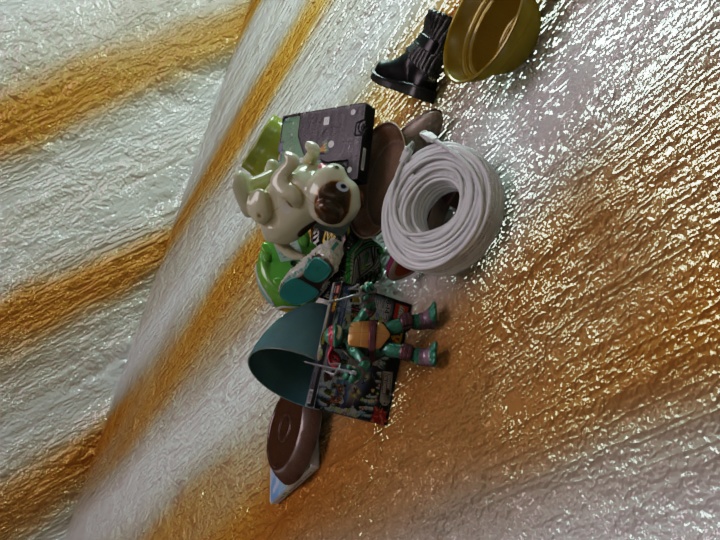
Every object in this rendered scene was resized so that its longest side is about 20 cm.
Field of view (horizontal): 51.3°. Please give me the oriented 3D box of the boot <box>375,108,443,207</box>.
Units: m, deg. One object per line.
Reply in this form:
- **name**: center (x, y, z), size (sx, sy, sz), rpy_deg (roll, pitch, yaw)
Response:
- **boot**: center (0.093, -0.161, 1.299), size (0.200, 0.069, 0.148), rpy_deg (-50, 39, 41)

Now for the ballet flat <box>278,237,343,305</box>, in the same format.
- **ballet flat**: center (-0.079, 0.001, 1.304), size (0.200, 0.071, 0.073), rpy_deg (-37, 42, 55)

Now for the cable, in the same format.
- **cable**: center (0.119, -0.091, 1.117), size (0.199, 0.069, 0.202), rpy_deg (30, 92, 42)

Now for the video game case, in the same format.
- **video game case**: center (-0.132, 0.330, 1.478), size (0.182, 0.022, 0.203), rpy_deg (-49, 34, 41)

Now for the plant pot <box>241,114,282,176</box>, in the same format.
- **plant pot**: center (-0.143, -0.224, 1.594), size (0.202, 0.191, 0.201), rpy_deg (-54, 13, 18)

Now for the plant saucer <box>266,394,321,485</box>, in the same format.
- **plant saucer**: center (-0.133, 0.304, 1.435), size (0.200, 0.034, 0.203), rpy_deg (-45, 35, 44)

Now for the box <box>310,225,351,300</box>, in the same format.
- **box**: center (-0.048, -0.065, 1.534), size (0.160, 0.049, 0.203), rpy_deg (-48, 34, 44)

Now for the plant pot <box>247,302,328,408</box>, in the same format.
- **plant pot**: center (-0.085, 0.139, 1.331), size (0.200, 0.199, 0.136), rpy_deg (-35, 28, 51)

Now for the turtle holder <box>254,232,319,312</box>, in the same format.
- **turtle holder**: center (-0.125, 0.023, 1.461), size (0.141, 0.185, 0.132), rpy_deg (-45, -8, -35)

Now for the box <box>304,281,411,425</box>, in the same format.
- **box**: center (-0.001, 0.134, 1.204), size (0.040, 0.135, 0.204), rpy_deg (-8, 67, 62)

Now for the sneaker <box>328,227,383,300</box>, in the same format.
- **sneaker**: center (0.000, 0.000, 1.307), size (0.201, 0.084, 0.079), rpy_deg (-73, 9, -50)

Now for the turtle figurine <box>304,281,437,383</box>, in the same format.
- **turtle figurine**: center (0.017, 0.096, 1.128), size (0.101, 0.196, 0.153), rpy_deg (86, -176, -78)

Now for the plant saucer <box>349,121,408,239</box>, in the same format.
- **plant saucer**: center (0.038, -0.151, 1.286), size (0.200, 0.036, 0.204), rpy_deg (-30, 55, 55)

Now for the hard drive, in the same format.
- **hard drive**: center (-0.066, -0.219, 1.352), size (0.197, 0.038, 0.143), rpy_deg (-1, 79, 36)

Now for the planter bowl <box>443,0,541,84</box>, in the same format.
- **planter bowl**: center (0.216, -0.367, 1.146), size (0.200, 0.082, 0.203), rpy_deg (-44, 37, 46)

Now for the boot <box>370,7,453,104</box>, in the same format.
- **boot**: center (0.105, -0.410, 1.402), size (0.211, 0.078, 0.160), rpy_deg (38, 115, 52)

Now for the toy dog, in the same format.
- **toy dog**: center (-0.094, -0.116, 1.261), size (0.197, 0.139, 0.198), rpy_deg (-6, 96, 34)

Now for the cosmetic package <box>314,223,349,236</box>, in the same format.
- **cosmetic package**: center (-0.039, -0.178, 1.414), size (0.090, 0.106, 0.202), rpy_deg (35, 101, 33)

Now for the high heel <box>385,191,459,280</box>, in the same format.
- **high heel**: center (0.096, -0.080, 1.223), size (0.201, 0.067, 0.096), rpy_deg (-50, 41, 12)
